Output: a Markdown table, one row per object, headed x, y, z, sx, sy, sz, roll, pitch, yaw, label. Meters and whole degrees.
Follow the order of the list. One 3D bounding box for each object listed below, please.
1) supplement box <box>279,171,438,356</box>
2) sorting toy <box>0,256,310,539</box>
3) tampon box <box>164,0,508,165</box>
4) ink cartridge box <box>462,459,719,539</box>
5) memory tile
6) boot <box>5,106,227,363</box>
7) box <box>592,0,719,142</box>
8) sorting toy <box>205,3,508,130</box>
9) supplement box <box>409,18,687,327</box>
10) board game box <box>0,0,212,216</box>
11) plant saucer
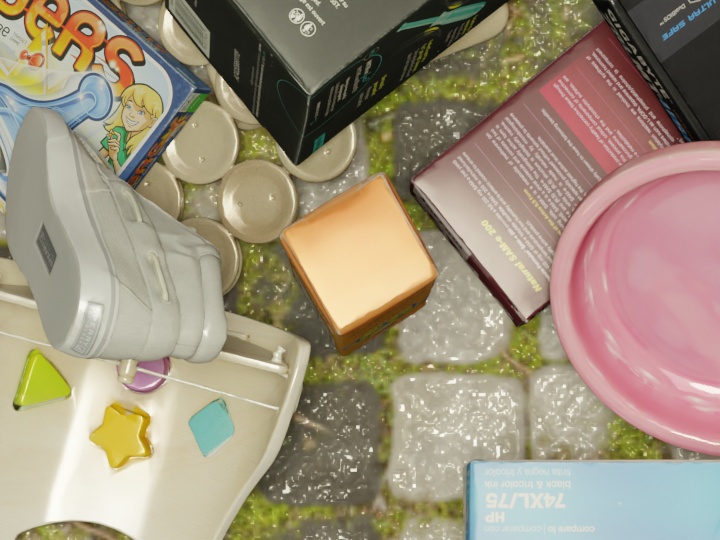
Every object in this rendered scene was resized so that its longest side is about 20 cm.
| x | y | z | sx | sy | sz | roll | pitch | yaw | label |
| --- | --- | --- | --- | --- | --- | --- | --- | --- | --- |
| 0.000 | 0.000 | 1.208 | 0.066 | 0.200 | 0.069 | -31 | 87 | -2 | supplement box |
| -0.142 | 0.102 | 1.258 | 0.198 | 0.107 | 0.182 | 15 | 92 | 3 | sorting toy |
| 0.005 | -0.182 | 1.209 | 0.200 | 0.150 | 0.126 | -39 | 83 | -12 | tampon box |
| 0.129 | 0.207 | 1.209 | 0.145 | 0.147 | 0.202 | 0 | 83 | 1 | ink cartridge box |
| -0.112 | -0.093 | 1.296 | 0.200 | 0.017 | 0.153 | 45 | 101 | 6 | memory tile |
| -0.134 | -0.015 | 1.204 | 0.095 | 0.201 | 0.074 | 11 | 123 | -28 | boot |
| 0.265 | -0.130 | 1.230 | 0.199 | 0.050 | 0.199 | -36 | 100 | -3 | box |
| -0.027 | -0.208 | 1.314 | 0.184 | 0.036 | 0.202 | -21 | 84 | -1 | sorting toy |
| 0.137 | -0.071 | 1.281 | 0.200 | 0.061 | 0.109 | -39 | 85 | -3 | supplement box |
| -0.204 | -0.120 | 1.288 | 0.200 | 0.034 | 0.136 | 40 | 101 | 8 | board game box |
| 0.205 | 0.011 | 1.208 | 0.199 | 0.051 | 0.202 | 9 | 126 | 13 | plant saucer |
